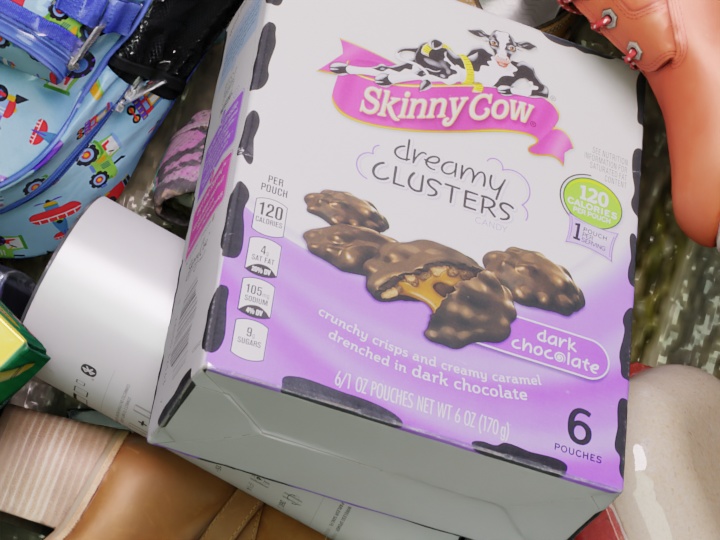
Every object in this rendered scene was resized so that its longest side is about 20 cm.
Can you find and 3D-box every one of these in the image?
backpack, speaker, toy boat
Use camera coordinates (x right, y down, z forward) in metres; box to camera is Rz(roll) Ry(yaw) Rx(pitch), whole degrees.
[{"bbox_3d":[-0.157,-0.113,0.956,0.182,0.134,0.201,34,96,15],"label":"backpack"},{"bbox_3d":[-0.039,0.051,0.941,0.199,0.081,0.082,28,85,3],"label":"speaker"},{"bbox_3d":[0.116,0.147,0.965,0.130,0.130,0.202,-23,84,28],"label":"toy boat"}]

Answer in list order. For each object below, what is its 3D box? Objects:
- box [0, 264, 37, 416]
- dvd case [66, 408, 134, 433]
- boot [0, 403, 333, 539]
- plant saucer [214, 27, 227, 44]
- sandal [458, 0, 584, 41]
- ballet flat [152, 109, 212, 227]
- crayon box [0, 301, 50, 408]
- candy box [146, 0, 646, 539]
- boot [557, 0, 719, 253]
[{"bbox_3d":[-0.237,0.075,0.962,0.147,0.104,0.202,17,86,2],"label":"box"},{"bbox_3d":[-0.054,0.160,0.996,0.149,0.025,0.202,0,86,-1],"label":"dvd case"},{"bbox_3d":[-0.106,0.168,0.955,0.154,0.077,0.202,20,78,-2],"label":"boot"},{"bbox_3d":[-0.095,-0.202,1.030,0.069,0.019,0.202,-1,84,-1],"label":"plant saucer"},{"bbox_3d":[0.069,-0.114,1.005,0.081,0.055,0.201,32,86,2],"label":"sandal"},{"bbox_3d":[0.000,0.000,0.984,0.199,0.069,0.071,27,61,5],"label":"ballet flat"},{"bbox_3d":[-0.232,0.002,0.887,0.119,0.058,0.200,-44,86,-3],"label":"crayon box"},{"bbox_3d":[0.020,-0.010,0.895,0.166,0.072,0.201,17,56,-15],"label":"candy box"},{"bbox_3d":[0.117,-0.101,0.912,0.106,0.075,0.202,-3,79,9],"label":"boot"}]
